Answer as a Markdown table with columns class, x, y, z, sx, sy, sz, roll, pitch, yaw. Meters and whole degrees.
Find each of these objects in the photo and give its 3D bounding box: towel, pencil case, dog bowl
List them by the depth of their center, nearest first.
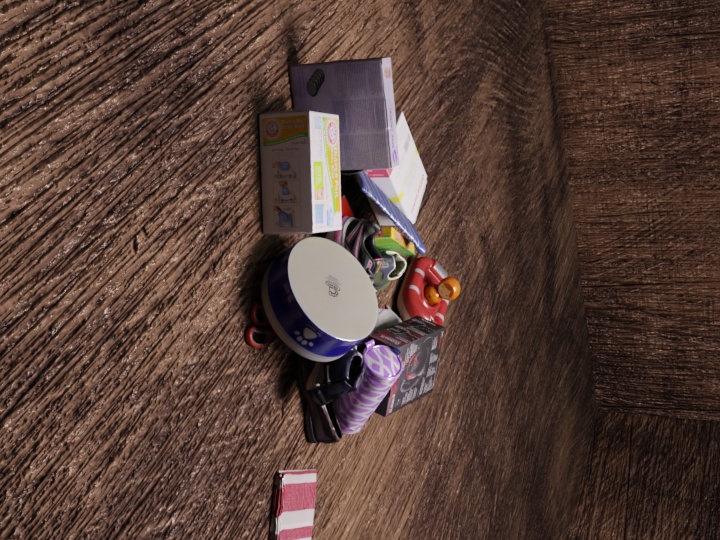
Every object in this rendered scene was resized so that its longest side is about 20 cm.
| class | x | y | z | sx | sy | sz | roll | pitch | yaw |
| --- | --- | --- | --- | --- | --- | --- | --- | --- | --- |
| dog bowl | -0.067 | 0.047 | 1.549 | 0.198 | 0.079 | 0.202 | 26 | 45 | -29 |
| towel | -0.118 | 0.460 | 1.629 | 0.144 | 0.022 | 0.203 | 22 | 70 | -64 |
| pencil case | 0.003 | 0.219 | 1.688 | 0.084 | 0.085 | 0.201 | -30 | 157 | -48 |
| towel | 0.051 | -0.123 | 1.814 | 0.200 | 0.024 | 0.145 | 44 | 11 | -27 |

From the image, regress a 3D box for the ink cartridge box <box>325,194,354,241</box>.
| class | x | y | z | sx | sy | sz | roll | pitch | yaw |
| --- | --- | --- | --- | --- | --- | --- | --- | --- | --- |
| ink cartridge box | -0.019 | -0.020 | 1.796 | 0.163 | 0.049 | 0.202 | 62 | 40 | -46 |

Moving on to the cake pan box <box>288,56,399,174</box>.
| class | x | y | z | sx | sy | sz | roll | pitch | yaw |
| --- | --- | --- | --- | --- | --- | --- | --- | --- | --- |
| cake pan box | -0.027 | -0.270 | 1.617 | 0.052 | 0.182 | 0.203 | -31 | 117 | -60 |

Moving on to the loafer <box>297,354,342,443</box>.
| class | x | y | z | sx | sy | sz | roll | pitch | yaw |
| --- | --- | --- | --- | --- | --- | --- | --- | --- | --- |
| loafer | -0.069 | 0.222 | 1.677 | 0.072 | 0.062 | 0.203 | -31 | 118 | -60 |

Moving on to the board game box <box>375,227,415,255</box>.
| class | x | y | z | sx | sy | sz | roll | pitch | yaw |
| --- | --- | --- | --- | --- | --- | --- | --- | --- | --- |
| board game box | 0.044 | -0.055 | 1.822 | 0.200 | 0.094 | 0.031 | 34 | 56 | -70 |

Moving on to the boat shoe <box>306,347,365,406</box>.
| class | x | y | z | sx | sy | sz | roll | pitch | yaw |
| --- | --- | --- | --- | --- | --- | --- | --- | --- | --- |
| boat shoe | -0.027 | 0.152 | 1.633 | 0.075 | 0.092 | 0.202 | 50 | 34 | -30 |

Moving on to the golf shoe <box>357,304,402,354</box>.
| class | x | y | z | sx | sy | sz | roll | pitch | yaw |
| --- | --- | --- | --- | --- | --- | --- | --- | --- | --- |
| golf shoe | 0.016 | 0.121 | 1.871 | 0.199 | 0.075 | 0.092 | -5 | 58 | -53 |

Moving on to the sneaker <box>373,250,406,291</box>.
| class | x | y | z | sx | sy | sz | roll | pitch | yaw |
| --- | --- | --- | --- | --- | --- | --- | --- | --- | --- |
| sneaker | 0.053 | 0.001 | 1.834 | 0.200 | 0.089 | 0.068 | 19 | 61 | -73 |

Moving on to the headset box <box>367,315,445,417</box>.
| class | x | y | z | sx | sy | sz | roll | pitch | yaw |
| --- | --- | --- | --- | --- | --- | --- | --- | --- | --- |
| headset box | 0.077 | 0.189 | 1.811 | 0.199 | 0.074 | 0.151 | -18 | 123 | -52 |

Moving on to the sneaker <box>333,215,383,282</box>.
| class | x | y | z | sx | sy | sz | roll | pitch | yaw |
| --- | --- | --- | --- | --- | --- | --- | --- | --- | --- |
| sneaker | 0.000 | 0.000 | 1.689 | 0.080 | 0.085 | 0.203 | -19 | 108 | -62 |

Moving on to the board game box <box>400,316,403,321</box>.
| class | x | y | z | sx | sy | sz | roll | pitch | yaw |
| --- | --- | --- | --- | --- | --- | --- | --- | --- | --- |
| board game box | 0.096 | 0.175 | 2.009 | 0.104 | 0.019 | 0.200 | 57 | 27 | -8 |

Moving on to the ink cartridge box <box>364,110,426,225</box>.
| class | x | y | z | sx | sy | sz | roll | pitch | yaw |
| --- | --- | --- | --- | --- | --- | --- | --- | --- | --- |
| ink cartridge box | 0.063 | -0.212 | 1.926 | 0.201 | 0.082 | 0.147 | 62 | 38 | -45 |

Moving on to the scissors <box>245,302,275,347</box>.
| class | x | y | z | sx | sy | sz | roll | pitch | yaw |
| --- | --- | --- | --- | --- | --- | --- | --- | --- | --- |
| scissors | -0.142 | 0.101 | 1.582 | 0.199 | 0.014 | 0.074 | 19 | 71 | -65 |

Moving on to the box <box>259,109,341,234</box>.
| class | x | y | z | sx | sy | sz | roll | pitch | yaw |
| --- | --- | --- | --- | --- | --- | --- | --- | --- | --- |
| box | -0.101 | -0.167 | 1.556 | 0.112 | 0.100 | 0.204 | -13 | 102 | -64 |

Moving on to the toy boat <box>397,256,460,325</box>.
| class | x | y | z | sx | sy | sz | roll | pitch | yaw |
| --- | --- | --- | --- | --- | --- | --- | --- | --- | --- |
| toy boat | 0.170 | 0.054 | 2.074 | 0.131 | 0.130 | 0.202 | 45 | 44 | -25 |
